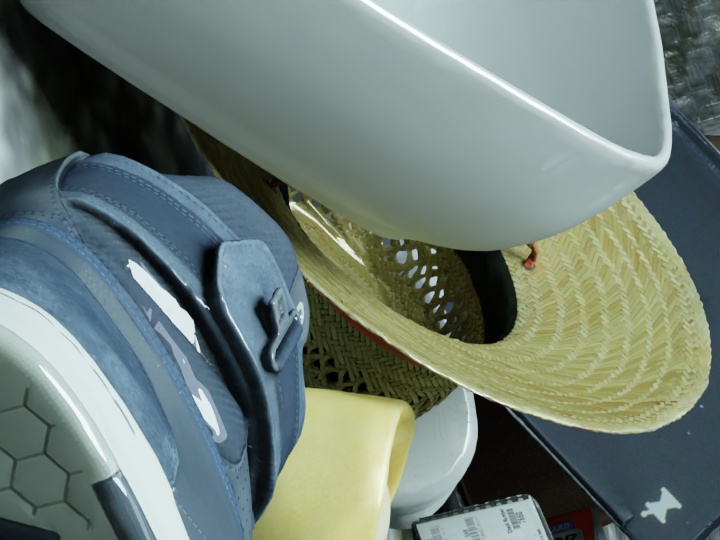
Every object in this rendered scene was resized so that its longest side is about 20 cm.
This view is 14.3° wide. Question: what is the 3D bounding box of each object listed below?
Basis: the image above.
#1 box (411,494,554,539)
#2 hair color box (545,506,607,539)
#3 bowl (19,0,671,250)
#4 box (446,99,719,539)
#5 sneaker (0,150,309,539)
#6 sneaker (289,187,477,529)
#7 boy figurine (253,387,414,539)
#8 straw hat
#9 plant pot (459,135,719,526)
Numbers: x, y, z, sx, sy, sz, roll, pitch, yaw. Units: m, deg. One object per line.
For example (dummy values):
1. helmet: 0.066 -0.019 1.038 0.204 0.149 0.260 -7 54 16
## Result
1. box: 0.066 0.202 0.856 0.200 0.047 0.193 -110 -169 -51
2. hair color box: 0.088 0.206 1.113 0.200 0.064 0.111 -92 162 -47
3. bowl: -0.018 -0.096 0.775 0.200 0.075 0.200 32 29 -22
4. box: 0.093 -0.004 1.085 0.197 0.117 0.200 46 8 6
5. sneaker: -0.035 0.073 0.596 0.146 0.077 0.203 -69 142 -69
6. sneaker: -0.004 -0.011 0.956 0.089 0.075 0.200 85 -1 -73
7. boy figurine: 0.003 0.128 0.763 0.124 0.064 0.200 -3 82 -79
8. straw hat: 0.000 0.000 0.835 0.201 0.085 0.201 29 29 -18
9. plant pot: 0.137 0.016 1.269 0.187 0.200 0.187 -15 90 -80
